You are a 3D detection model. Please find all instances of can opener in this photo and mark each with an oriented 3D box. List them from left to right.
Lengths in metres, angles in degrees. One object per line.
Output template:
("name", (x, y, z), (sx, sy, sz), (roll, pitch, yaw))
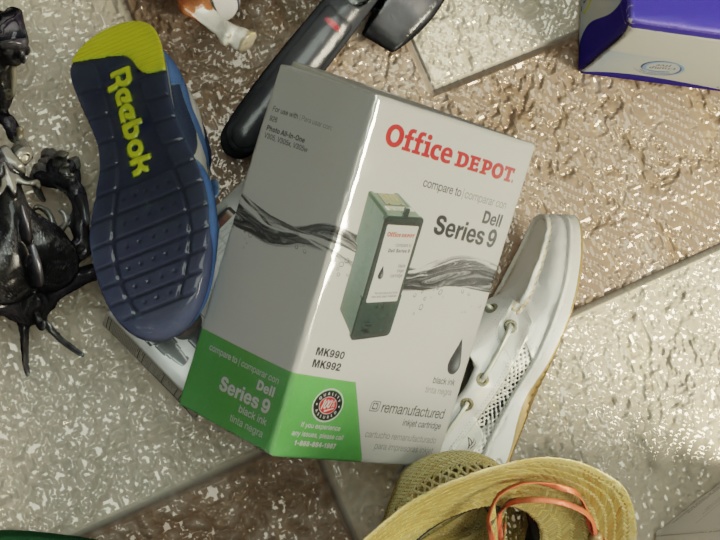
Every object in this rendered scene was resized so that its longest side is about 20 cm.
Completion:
("can opener", (-0.018, -0.149, 1.005), (0.078, 0.063, 0.200), (41, 74, 2))

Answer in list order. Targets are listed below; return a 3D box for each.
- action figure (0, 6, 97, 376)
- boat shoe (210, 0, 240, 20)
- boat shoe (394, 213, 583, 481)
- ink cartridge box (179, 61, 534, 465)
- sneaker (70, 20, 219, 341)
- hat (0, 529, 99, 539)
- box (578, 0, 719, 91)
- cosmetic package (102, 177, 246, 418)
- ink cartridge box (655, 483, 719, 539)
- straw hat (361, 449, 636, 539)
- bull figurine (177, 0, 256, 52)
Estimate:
("action figure", (-0.209, -0.045, 0.928), (0.118, 0.102, 0.202), (-16, 103, -22))
("boat shoe", (-0.113, -0.251, 1.004), (0.065, 0.072, 0.201), (-25, 80, -15))
("boat shoe", (0.077, 0.048, 0.984), (0.069, 0.071, 0.202), (24, 77, -9))
("ink cartridge box", (0.000, 0.000, 0.907), (0.145, 0.084, 0.202), (10, 99, -47))
("sneaker", (-0.115, -0.046, 0.931), (0.073, 0.082, 0.202), (-14, 62, 8))
("hat", (-0.167, 0.243, 0.869), (0.165, 0.199, 0.178), (12, 88, -43))
("box", (0.246, -0.227, 1.056), (0.182, 0.105, 0.202), (6, 79, -10))
("cosmetic package", (-0.057, -0.011, 0.977), (0.083, 0.051, 0.200), (45, 74, -2))
("ink cartridge box", (0.276, 0.187, 0.933), (0.083, 0.200, 0.146), (-33, 88, -16))
("straw hat", (0.053, 0.152, 0.909), (0.199, 0.203, 0.085), (-11, 41, -14))
("bull figurine", (-0.054, -0.206, 0.943), (0.121, 0.065, 0.199), (42, 50, 17))
